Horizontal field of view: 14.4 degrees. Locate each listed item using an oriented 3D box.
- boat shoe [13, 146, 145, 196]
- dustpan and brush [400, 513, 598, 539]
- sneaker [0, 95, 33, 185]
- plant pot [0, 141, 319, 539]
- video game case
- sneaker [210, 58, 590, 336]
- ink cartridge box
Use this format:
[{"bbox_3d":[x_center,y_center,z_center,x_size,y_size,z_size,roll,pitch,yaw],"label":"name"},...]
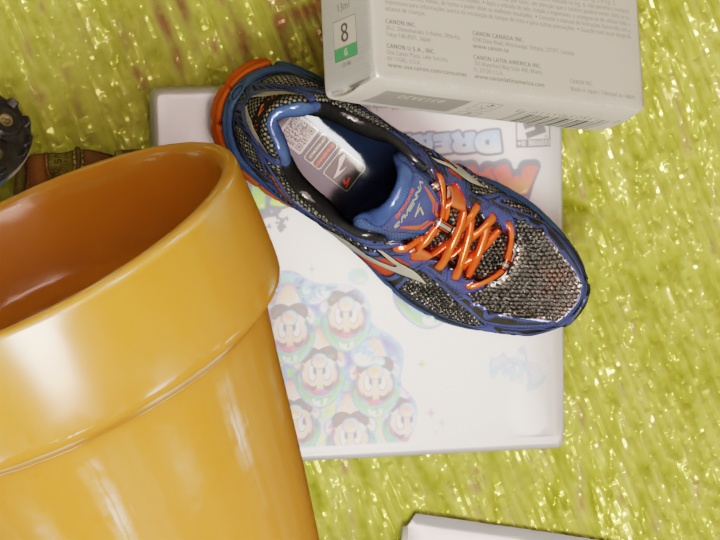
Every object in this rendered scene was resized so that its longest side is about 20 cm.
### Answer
[{"bbox_3d":[-0.130,0.042,1.337,0.068,0.072,0.200,-1,87,-7],"label":"boat shoe"},{"bbox_3d":[0.073,0.231,1.397,0.139,0.057,0.200,9,95,-12],"label":"dustpan and brush"},{"bbox_3d":[-0.240,-0.023,1.295,0.200,0.072,0.072,-31,77,-20],"label":"sneaker"},{"bbox_3d":[-0.107,0.072,1.218,0.200,0.200,0.183,-27,108,-6],"label":"plant pot"},{"bbox_3d":[0.000,0.000,1.373,0.200,0.024,0.182,-2,97,-11],"label":"video game case"},{"bbox_3d":[0.020,-0.026,1.322,0.200,0.078,0.075,28,92,-12],"label":"sneaker"},{"bbox_3d":[0.055,-0.172,1.331,0.161,0.050,0.200,4,76,-35],"label":"ink cartridge box"}]
